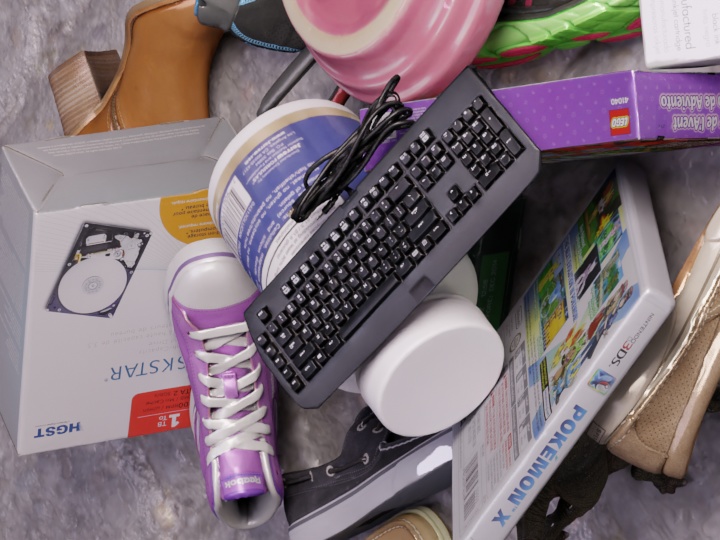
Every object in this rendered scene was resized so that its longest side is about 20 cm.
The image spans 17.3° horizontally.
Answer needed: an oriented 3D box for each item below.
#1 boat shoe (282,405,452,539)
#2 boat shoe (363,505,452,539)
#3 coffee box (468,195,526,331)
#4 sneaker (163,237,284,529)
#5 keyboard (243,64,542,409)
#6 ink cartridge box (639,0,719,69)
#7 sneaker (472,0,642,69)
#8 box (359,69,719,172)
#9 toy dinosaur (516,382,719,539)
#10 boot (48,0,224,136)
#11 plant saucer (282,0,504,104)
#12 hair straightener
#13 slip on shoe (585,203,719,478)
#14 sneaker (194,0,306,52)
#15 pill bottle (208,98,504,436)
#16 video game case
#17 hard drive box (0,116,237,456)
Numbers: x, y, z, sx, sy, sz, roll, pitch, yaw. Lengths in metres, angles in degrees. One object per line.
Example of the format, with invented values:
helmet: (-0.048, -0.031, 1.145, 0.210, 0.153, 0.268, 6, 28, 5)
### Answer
boat shoe: (0.014, 0.118, 1.489, 0.200, 0.070, 0.067, -37, 71, 49)
boat shoe: (-0.010, 0.228, 1.519, 0.074, 0.066, 0.200, 54, 128, 26)
coffee box: (0.011, -0.012, 1.486, 0.199, 0.044, 0.124, 23, 111, 41)
sneaker: (-0.077, 0.080, 1.496, 0.115, 0.072, 0.201, -103, 4, -47)
keyboard: (0.001, -0.026, 1.273, 0.200, 0.040, 0.104, -47, 62, 19)
ink cartridge box: (0.241, -0.171, 1.196, 0.199, 0.067, 0.117, -6, 91, 31)
sneaker: (0.114, -0.169, 1.347, 0.199, 0.076, 0.085, -9, 86, 41)
box: (0.117, -0.082, 1.309, 0.199, 0.136, 0.039, -4, 91, 45)
toy dinosaur: (0.130, 0.098, 1.322, 0.077, 0.199, 0.103, 54, 167, 38)
boot: (-0.116, -0.101, 1.594, 0.199, 0.073, 0.156, -30, 81, 41)
plant saucer: (0.012, -0.196, 1.354, 0.200, 0.051, 0.202, -3, 86, 53)
hair straightener: (-0.008, -0.173, 1.449, 0.077, 0.041, 0.201, 34, 108, -3)
slip on shoe: (0.195, 0.017, 1.255, 0.060, 0.076, 0.201, 33, 78, 10)
sneaker: (-0.032, -0.235, 1.496, 0.201, 0.081, 0.073, -63, 10, 12)
pill bottle: (0.000, 0.000, 1.369, 0.200, 0.110, 0.112, 53, 128, 39)
video game case: (0.107, 0.046, 1.299, 0.022, 0.200, 0.183, 30, 110, -10)
hard drive box: (-0.155, 0.011, 1.536, 0.077, 0.155, 0.201, -123, 32, -44)
